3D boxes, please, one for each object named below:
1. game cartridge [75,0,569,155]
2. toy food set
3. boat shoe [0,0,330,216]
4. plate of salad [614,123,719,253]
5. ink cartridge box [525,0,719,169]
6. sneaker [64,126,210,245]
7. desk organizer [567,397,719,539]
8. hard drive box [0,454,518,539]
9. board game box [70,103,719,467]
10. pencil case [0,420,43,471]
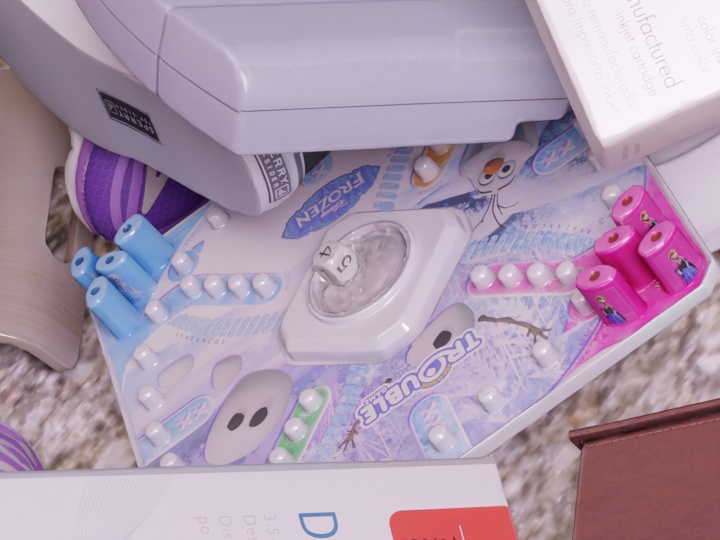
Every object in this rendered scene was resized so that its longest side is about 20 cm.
[{"bbox_3d":[-0.028,-0.100,0.942,0.200,0.132,0.042,-126,43,-52],"label":"game cartridge"},{"bbox_3d":[-0.199,0.005,1.156,0.199,0.061,0.144,-15,46,20],"label":"toy food set"},{"bbox_3d":[-0.073,-0.078,1.003,0.057,0.069,0.200,-38,43,-20],"label":"boat shoe"},{"bbox_3d":[0.124,-0.079,0.952,0.199,0.048,0.201,-32,39,30],"label":"plate of salad"},{"bbox_3d":[0.140,-0.124,0.842,0.199,0.067,0.118,-24,83,2],"label":"ink cartridge box"},{"bbox_3d":[-0.025,-0.072,1.053,0.200,0.081,0.084,-38,49,10],"label":"sneaker"},{"bbox_3d":[0.156,0.074,0.768,0.199,0.072,0.077,-15,49,31],"label":"desk organizer"},{"bbox_3d":[-0.047,0.136,0.768,0.077,0.199,0.157,115,147,-48],"label":"hard drive box"},{"bbox_3d":[0.000,0.000,0.933,0.199,0.026,0.200,-35,36,8],"label":"board game box"},{"bbox_3d":[-0.142,0.104,0.935,0.200,0.085,0.085,-126,39,-78],"label":"pencil case"}]
